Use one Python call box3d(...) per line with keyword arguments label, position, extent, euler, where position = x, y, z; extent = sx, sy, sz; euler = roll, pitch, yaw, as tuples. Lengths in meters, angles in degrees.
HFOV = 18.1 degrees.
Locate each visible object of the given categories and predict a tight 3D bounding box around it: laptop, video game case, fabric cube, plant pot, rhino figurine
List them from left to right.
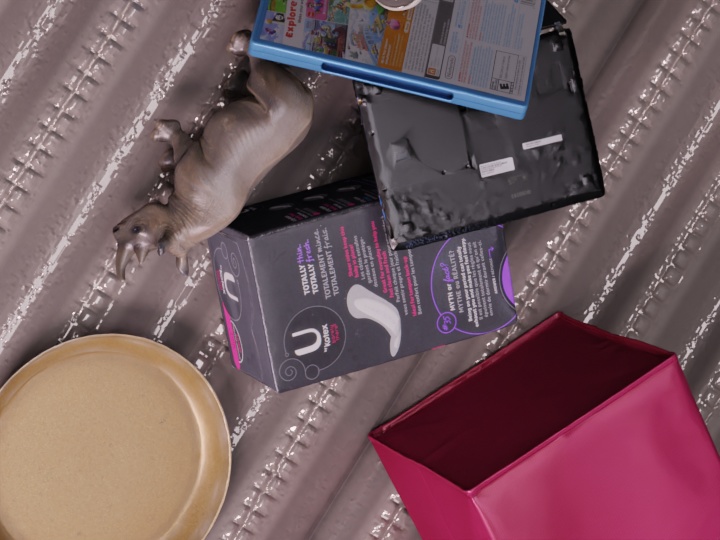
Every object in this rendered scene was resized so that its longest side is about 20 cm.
box3d(label="plant pot", position=(-0.192, 0.142, 1.663), extent=(0.199, 0.027, 0.201), euler=(-4, 101, -22))
box3d(label="rhino figurine", position=(-0.110, -0.071, 1.617), extent=(0.200, 0.087, 0.060), euler=(-51, 152, -6))
box3d(label="video game case", position=(0.031, -0.187, 1.615), extent=(0.199, 0.018, 0.144), euler=(13, 54, -1))
box3d(label="laptop", position=(0.063, -0.131, 1.661), extent=(0.176, 0.103, 0.201), euler=(-15, 96, -19))
box3d(label="fabric cube", position=(0.157, 0.178, 1.726), extent=(0.196, 0.200, 0.200), euler=(-32, 109, -14))

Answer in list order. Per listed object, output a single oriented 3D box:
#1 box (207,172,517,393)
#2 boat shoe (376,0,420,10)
box3d(label="box", position=(0.000, 0.000, 1.674), extent=(0.199, 0.106, 0.123), euler=(-15, 105, -20))
box3d(label="boat shoe", position=(0.017, -0.286, 1.599), extent=(0.066, 0.057, 0.201), euler=(-5, 75, 16))
